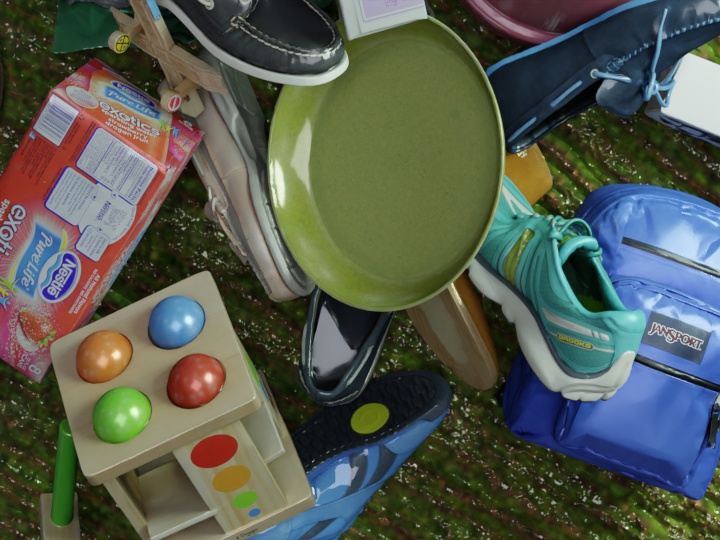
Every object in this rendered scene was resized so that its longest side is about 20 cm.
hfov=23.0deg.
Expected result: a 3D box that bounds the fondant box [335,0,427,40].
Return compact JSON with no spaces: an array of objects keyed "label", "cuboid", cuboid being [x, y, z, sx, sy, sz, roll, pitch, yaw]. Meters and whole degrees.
[{"label":"fondant box","cuboid":[-0.010,-0.265,1.167,0.058,0.200,0.145,-13,126,1]}]

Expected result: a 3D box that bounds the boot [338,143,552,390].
[{"label":"boot","cuboid":[0.086,-0.030,1.252,0.143,0.071,0.202,-25,80,-29]}]

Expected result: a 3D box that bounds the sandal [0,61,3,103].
[{"label":"sandal","cuboid":[-0.324,-0.066,1.299,0.069,0.078,0.213,13,87,31]}]

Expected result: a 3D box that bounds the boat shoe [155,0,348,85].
[{"label":"boat shoe","cuboid":[-0.086,-0.193,1.183,0.074,0.061,0.200,-30,55,-34]}]

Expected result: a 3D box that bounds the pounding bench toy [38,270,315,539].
[{"label":"pounding bench toy","cuboid":[-0.159,0.119,1.228,0.199,0.156,0.125,-25,49,0]}]

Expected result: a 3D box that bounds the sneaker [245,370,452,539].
[{"label":"sneaker","cuboid":[-0.013,0.149,1.309,0.199,0.066,0.079,-34,128,-7]}]

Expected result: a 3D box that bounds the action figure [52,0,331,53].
[{"label":"action figure","cuboid":[-0.119,-0.209,1.281,0.198,0.055,0.119,4,81,-5]}]

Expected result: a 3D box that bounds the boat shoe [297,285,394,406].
[{"label":"boat shoe","cuboid":[0.000,0.000,1.284,0.074,0.062,0.201,22,86,5]}]

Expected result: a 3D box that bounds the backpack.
[{"label":"backpack","cuboid":[0.208,0.045,1.240,0.162,0.168,0.201,20,93,-8]}]

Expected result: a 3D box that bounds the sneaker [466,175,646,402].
[{"label":"sneaker","cuboid":[0.127,-0.005,1.160,0.077,0.200,0.080,-2,133,-34]}]

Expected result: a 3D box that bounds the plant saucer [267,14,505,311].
[{"label":"plant saucer","cuboid":[0.021,-0.074,1.178,0.199,0.031,0.202,2,93,40]}]

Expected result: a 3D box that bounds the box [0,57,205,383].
[{"label":"box","cuboid":[-0.207,-0.035,1.247,0.099,0.096,0.200,34,113,-2]}]

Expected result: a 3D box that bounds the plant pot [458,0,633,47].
[{"label":"plant pot","cuboid":[0.150,-0.255,1.212,0.198,0.179,0.202,0,94,0]}]

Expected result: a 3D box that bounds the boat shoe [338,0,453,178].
[{"label":"boat shoe","cuboid":[0.029,-0.146,1.227,0.071,0.066,0.202,-19,55,-5]}]

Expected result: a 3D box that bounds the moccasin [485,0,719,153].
[{"label":"moccasin","cuboid":[0.177,-0.134,1.215,0.199,0.080,0.069,-23,73,38]}]

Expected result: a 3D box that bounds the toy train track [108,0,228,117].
[{"label":"toy train track","cuboid":[-0.152,-0.167,1.180,0.114,0.200,0.033,33,69,33]}]

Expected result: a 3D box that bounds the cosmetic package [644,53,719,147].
[{"label":"cosmetic package","cuboid":[0.309,-0.096,1.270,0.199,0.083,0.051,22,96,0]}]

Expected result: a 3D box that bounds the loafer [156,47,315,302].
[{"label":"loafer","cuboid":[-0.090,-0.064,1.276,0.063,0.072,0.201,-25,73,19]}]
